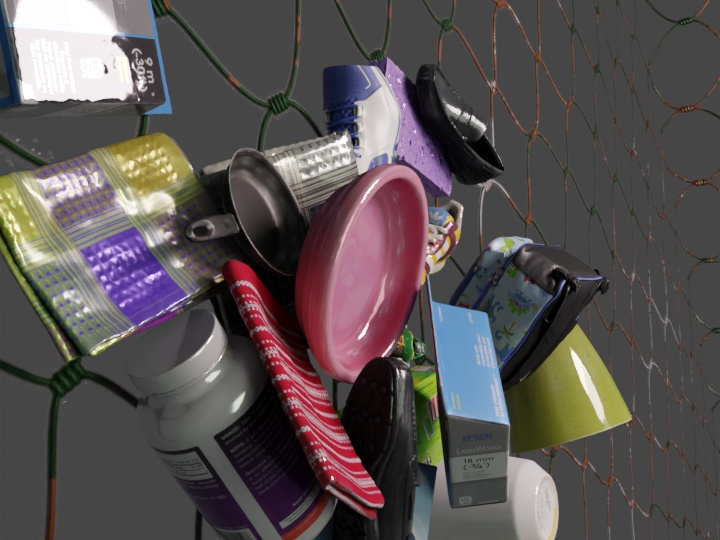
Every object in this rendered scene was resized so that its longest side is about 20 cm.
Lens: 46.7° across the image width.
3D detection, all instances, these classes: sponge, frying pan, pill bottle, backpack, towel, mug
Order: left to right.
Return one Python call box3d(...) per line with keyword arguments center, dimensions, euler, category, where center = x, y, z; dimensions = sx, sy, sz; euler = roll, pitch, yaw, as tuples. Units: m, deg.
box3d(center=(-0.174, -0.028, 0.625), dimensions=(0.144, 0.023, 0.200), euler=(59, 34, -1), category="towel")
box3d(center=(-0.103, 0.131, 0.669), dimensions=(0.201, 0.112, 0.113), euler=(64, 36, -29), category="pill bottle")
box3d(center=(-0.088, -0.028, 0.680), dimensions=(0.115, 0.031, 0.190), euler=(58, 25, -23), category="frying pan")
box3d(center=(-0.068, -0.020, 0.794), dimensions=(0.199, 0.034, 0.194), euler=(-24, 108, -38), category="towel")
box3d(center=(-0.045, 0.094, 0.663), dimensions=(0.201, 0.022, 0.145), euler=(61, 1, 29), category="towel")
box3d(center=(0.067, -0.180, 1.084), dimensions=(0.200, 0.030, 0.112), euler=(28, 62, -55), category="sponge")
box3d(center=(0.168, 0.299, 1.044), dimensions=(0.186, 0.152, 0.151), euler=(36, 54, -51), category="mug")
box3d(center=(0.212, 0.056, 1.147), dimensions=(0.183, 0.147, 0.201), euler=(-2, 127, -57), category="backpack")

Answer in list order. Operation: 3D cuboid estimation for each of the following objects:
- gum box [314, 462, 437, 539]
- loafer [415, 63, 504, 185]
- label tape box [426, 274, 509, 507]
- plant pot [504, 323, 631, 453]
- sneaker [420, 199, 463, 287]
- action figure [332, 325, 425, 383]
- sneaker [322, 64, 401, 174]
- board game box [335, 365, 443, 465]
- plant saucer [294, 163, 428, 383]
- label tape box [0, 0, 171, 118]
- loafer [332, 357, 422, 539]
box3d(center=(-0.008, 0.280, 0.802), dimensions=(0.169, 0.044, 0.202), euler=(19, 77, -41), category="gum box")
box3d(center=(0.133, -0.193, 1.098), dimensions=(0.201, 0.070, 0.068), euler=(53, 42, -41), category="loafer")
box3d(center=(0.109, 0.121, 0.839), dimensions=(0.145, 0.063, 0.201), euler=(-93, 175, -46), category="label tape box")
box3d(center=(0.288, 0.154, 1.270), dimensions=(0.187, 0.186, 0.201), euler=(-1, 71, -58), category="plant pot")
box3d(center=(0.065, -0.031, 0.981), dimensions=(0.091, 0.075, 0.200), euler=(-64, 169, 26), category="sneaker")
box3d(center=(0.023, 0.077, 0.948), dimensions=(0.200, 0.054, 0.119), euler=(24, 61, -59), category="action figure")
box3d(center=(-0.010, -0.122, 0.899), dimensions=(0.115, 0.080, 0.201), euler=(-23, 106, -60), category="sneaker")
box3d(center=(0.037, 0.185, 0.935), dimensions=(0.199, 0.047, 0.102), euler=(-20, 101, -53), category="board game box")
box3d(center=(0.000, 0.000, 0.761), dimensions=(0.200, 0.051, 0.202), euler=(-41, 139, -49), category="plant saucer")
box3d(center=(-0.200, -0.190, 0.616), dimensions=(0.200, 0.063, 0.145), euler=(-19, 101, -58), category="label tape box")
box3d(center=(0.021, 0.174, 0.740), dimensions=(0.070, 0.068, 0.202), euler=(-1, 101, -43), category="loafer")
